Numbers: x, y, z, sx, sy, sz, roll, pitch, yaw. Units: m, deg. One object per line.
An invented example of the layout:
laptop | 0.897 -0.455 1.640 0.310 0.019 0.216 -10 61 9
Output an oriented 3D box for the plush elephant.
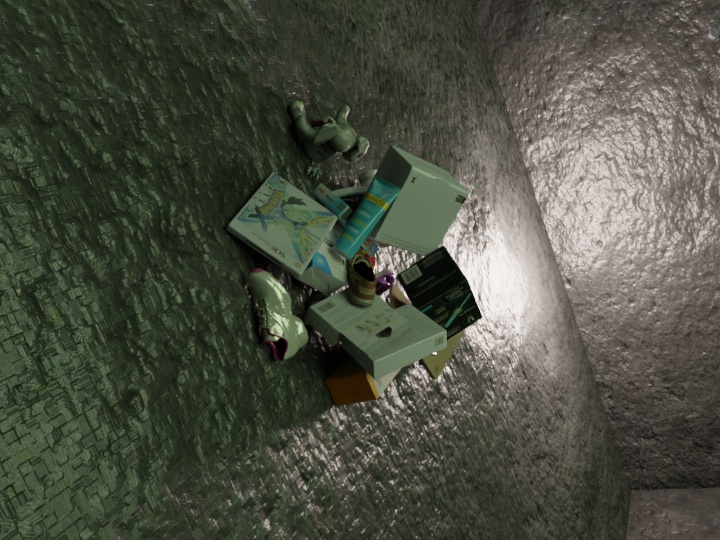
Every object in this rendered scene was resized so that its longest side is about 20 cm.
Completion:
plush elephant | -0.072 -0.341 1.420 0.163 0.152 0.205 19 61 -50

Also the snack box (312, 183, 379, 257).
snack box | -0.033 -0.120 1.395 0.116 0.037 0.200 43 -4 36

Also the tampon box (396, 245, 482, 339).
tampon box | 0.208 0.069 1.470 0.127 0.148 0.201 62 4 40

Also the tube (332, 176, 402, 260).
tube | 0.012 -0.119 1.293 0.202 0.076 0.051 -56 160 -11

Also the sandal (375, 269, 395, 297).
sandal | 0.037 0.050 1.486 0.050 0.084 0.201 39 29 27

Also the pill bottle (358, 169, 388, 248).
pill bottle | 0.046 -0.169 1.565 0.110 0.109 0.205 -1 77 -55

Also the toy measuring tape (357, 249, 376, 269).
toy measuring tape | -0.014 -0.009 1.452 0.199 0.072 0.075 -25 97 -54

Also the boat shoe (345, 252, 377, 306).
boat shoe | 0.000 0.000 1.318 0.074 0.073 0.201 7 31 -22

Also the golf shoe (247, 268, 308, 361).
golf shoe | -0.179 0.093 1.163 0.203 0.074 0.092 61 39 -17

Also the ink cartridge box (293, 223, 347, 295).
ink cartridge box | -0.095 -0.061 1.316 0.115 0.066 0.204 29 44 -41

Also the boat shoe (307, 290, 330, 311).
boat shoe | -0.045 0.108 1.355 0.197 0.073 0.069 27 47 -29

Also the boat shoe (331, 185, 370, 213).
boat shoe | -0.001 -0.177 1.466 0.196 0.070 0.068 -8 86 -25

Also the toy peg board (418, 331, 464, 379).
toy peg board | 0.187 0.176 1.670 0.200 0.097 0.202 -50 117 -34

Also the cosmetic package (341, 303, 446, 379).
cosmetic package | 0.075 0.156 1.292 0.196 0.150 0.053 -19 122 -24

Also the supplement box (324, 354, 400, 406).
supplement box | 0.021 0.230 1.352 0.200 0.124 0.075 -39 106 -55

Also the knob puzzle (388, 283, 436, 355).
knob puzzle | 0.118 0.130 1.489 0.221 0.030 0.221 51 19 -25

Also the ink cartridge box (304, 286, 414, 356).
ink cartridge box | 0.001 0.114 1.254 0.173 0.044 0.199 38 33 20

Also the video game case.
video game case | -0.162 -0.102 1.223 0.180 0.022 0.202 34 48 -4

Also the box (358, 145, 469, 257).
box | 0.127 -0.167 1.411 0.196 0.203 0.131 16 25 -33
